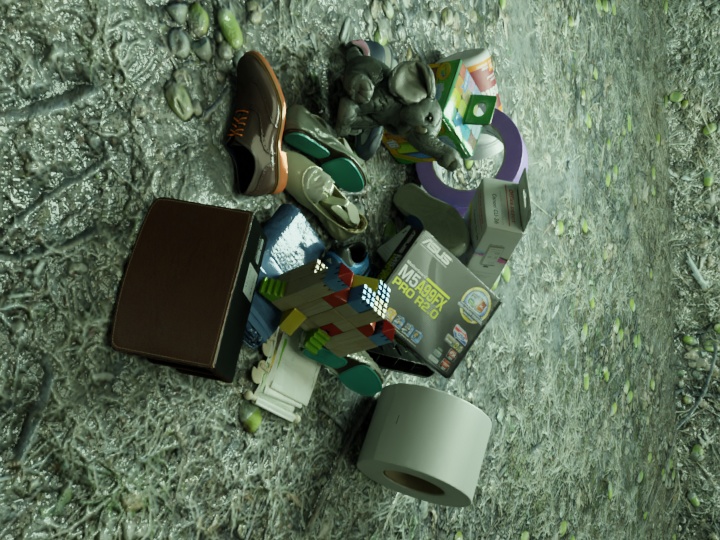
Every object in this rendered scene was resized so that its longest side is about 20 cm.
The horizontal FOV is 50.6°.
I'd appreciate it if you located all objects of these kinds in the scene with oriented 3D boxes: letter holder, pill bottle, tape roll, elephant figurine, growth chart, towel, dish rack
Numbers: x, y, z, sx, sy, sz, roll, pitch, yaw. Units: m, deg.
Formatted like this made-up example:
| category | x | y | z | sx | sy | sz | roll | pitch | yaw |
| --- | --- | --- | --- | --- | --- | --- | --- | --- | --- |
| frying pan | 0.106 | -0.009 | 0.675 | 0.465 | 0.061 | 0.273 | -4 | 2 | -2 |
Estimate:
| category | x | y | z | sx | sy | sz | roll | pitch | yaw |
| --- | --- | --- | --- | --- | --- | --- | --- | --- | --- |
| letter holder | -0.215 | 0.024 | 0.961 | 0.101 | 0.142 | 0.201 | 79 | 22 | -72 |
| pill bottle | 0.222 | -0.328 | 1.515 | 0.113 | 0.113 | 0.201 | -43 | 123 | -44 |
| tape roll | 0.206 | -0.203 | 1.414 | 0.066 | 0.199 | 0.201 | 31 | 64 | -66 |
| tape roll | 0.108 | 0.296 | 1.286 | 0.203 | 0.202 | 0.140 | 48 | 54 | -41 |
| elephant figurine | 0.066 | -0.254 | 1.191 | 0.142 | 0.199 | 0.156 | -95 | -165 | -74 |
| growth chart | -0.101 | 0.130 | 1.161 | 0.145 | 0.018 | 0.201 | 48 | 53 | -41 |
| towel | -0.131 | 0.004 | 1.098 | 0.200 | 0.048 | 0.112 | -58 | 133 | -34 |
| dish rack | 0.097 | 0.081 | 1.288 | 0.153 | 0.055 | 0.200 | 16 | 118 | -29 |

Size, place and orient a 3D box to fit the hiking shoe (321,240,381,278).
| category | x | y | z | sx | sy | sz | roll | pitch | yaw |
| --- | --- | --- | --- | --- | --- | --- | --- | --- | --- |
| hiking shoe | 0.000 | 0.000 | 1.215 | 0.087 | 0.074 | 0.200 | -64 | 158 | 12 |

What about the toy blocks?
| category | x | y | z | sx | sy | sz | roll | pitch | yaw |
| --- | --- | --- | --- | --- | --- | --- | --- | --- | --- |
| toy blocks | -0.022 | 0.049 | 1.065 | 0.200 | 0.136 | 0.100 | 43 | 43 | -33 |

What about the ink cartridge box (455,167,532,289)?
| category | x | y | z | sx | sy | sz | roll | pitch | yaw |
| --- | --- | --- | --- | --- | --- | --- | --- | --- | --- |
| ink cartridge box | 0.220 | -0.074 | 1.286 | 0.200 | 0.067 | 0.117 | 110 | -14 | -50 |

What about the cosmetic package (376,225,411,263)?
| category | x | y | z | sx | sy | sz | roll | pitch | yaw |
| --- | --- | --- | --- | --- | --- | --- | --- | --- | --- |
| cosmetic package | 0.122 | 0.028 | 1.366 | 0.081 | 0.113 | 0.200 | -38 | 126 | 1 |

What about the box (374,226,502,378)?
| category | x | y | z | sx | sy | sz | roll | pitch | yaw |
| --- | --- | --- | --- | --- | --- | --- | --- | --- | --- |
| box | 0.112 | 0.053 | 1.222 | 0.200 | 0.044 | 0.160 | 41 | 80 | -25 |

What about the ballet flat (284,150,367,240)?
| category | x | y | z | sx | sy | sz | roll | pitch | yaw |
| --- | --- | --- | --- | --- | --- | --- | --- | --- | --- |
| ballet flat | -0.054 | -0.116 | 1.185 | 0.200 | 0.069 | 0.070 | 44 | 56 | -43 |

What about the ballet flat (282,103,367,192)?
| category | x | y | z | sx | sy | sz | roll | pitch | yaw |
| --- | --- | --- | --- | --- | --- | --- | --- | --- | --- |
| ballet flat | -0.049 | -0.194 | 1.196 | 0.200 | 0.067 | 0.064 | 35 | 54 | -48 |

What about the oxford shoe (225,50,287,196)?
| category | x | y | z | sx | sy | sz | roll | pitch | yaw |
| --- | --- | --- | --- | --- | --- | --- | --- | --- | --- |
| oxford shoe | -0.150 | -0.202 | 1.059 | 0.072 | 0.071 | 0.201 | -19 | 105 | -46 |

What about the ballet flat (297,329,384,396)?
| category | x | y | z | sx | sy | sz | roll | pitch | yaw |
| --- | --- | --- | --- | --- | --- | --- | --- | --- | --- |
| ballet flat | -0.023 | 0.131 | 1.198 | 0.200 | 0.072 | 0.072 | 43 | 57 | -44 |

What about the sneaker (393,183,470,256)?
| category | x | y | z | sx | sy | sz | roll | pitch | yaw |
| --- | --- | --- | --- | --- | --- | --- | --- | --- | --- |
| sneaker | 0.144 | -0.072 | 1.361 | 0.077 | 0.200 | 0.111 | -47 | 136 | 0 |

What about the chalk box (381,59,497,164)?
| category | x | y | z | sx | sy | sz | roll | pitch | yaw |
| --- | --- | --- | --- | --- | --- | --- | --- | --- | --- |
| chalk box | 0.137 | -0.276 | 1.330 | 0.124 | 0.199 | 0.125 | 44 | 56 | -43 |

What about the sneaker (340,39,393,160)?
| category | x | y | z | sx | sy | sz | roll | pitch | yaw |
| --- | --- | --- | --- | --- | --- | --- | --- | --- | --- |
| sneaker | -0.002 | -0.287 | 1.273 | 0.082 | 0.070 | 0.201 | 10 | 82 | -31 |
